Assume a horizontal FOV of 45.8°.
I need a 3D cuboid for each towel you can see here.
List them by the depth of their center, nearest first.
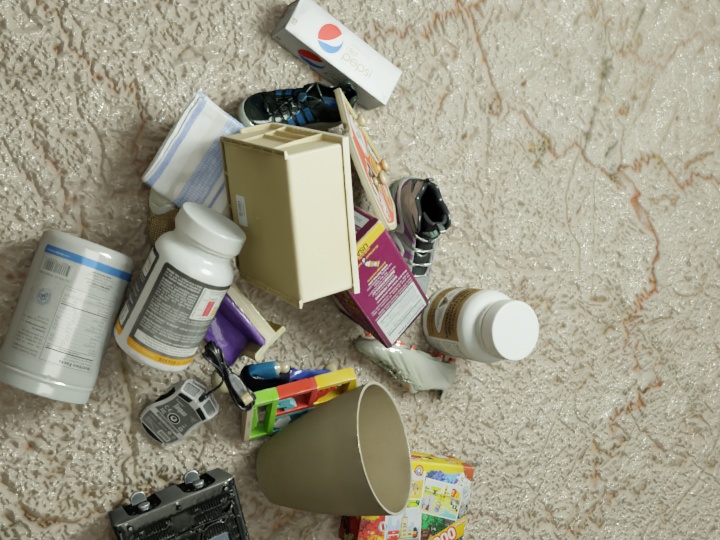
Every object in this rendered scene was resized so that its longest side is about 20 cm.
[{"bbox_3d":[-0.190,-0.134,1.191,0.199,0.024,0.148,35,87,-27],"label":"towel"}]

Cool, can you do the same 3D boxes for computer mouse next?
[{"bbox_3d":[-0.237,0.180,1.204,0.110,0.198,0.044,49,31,-16],"label":"computer mouse"}]

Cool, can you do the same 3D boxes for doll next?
[{"bbox_3d":[-0.133,0.169,1.268,0.197,0.136,0.049,7,53,-38],"label":"doll"}]

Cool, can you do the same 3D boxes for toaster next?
[{"bbox_3d":[-0.247,0.401,1.215,0.178,0.118,0.205,-18,99,-23],"label":"toaster"}]

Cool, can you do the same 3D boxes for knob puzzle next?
[{"bbox_3d":[0.024,-0.147,1.259,0.030,0.220,0.224,-20,103,11],"label":"knob puzzle"}]

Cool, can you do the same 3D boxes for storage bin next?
[{"bbox_3d":[-0.100,-0.079,1.127,0.092,0.197,0.205,-17,113,-32],"label":"storage bin"}]

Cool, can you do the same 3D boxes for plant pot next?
[{"bbox_3d":[-0.049,0.280,1.257,0.196,0.187,0.191,-16,102,21],"label":"plant pot"}]

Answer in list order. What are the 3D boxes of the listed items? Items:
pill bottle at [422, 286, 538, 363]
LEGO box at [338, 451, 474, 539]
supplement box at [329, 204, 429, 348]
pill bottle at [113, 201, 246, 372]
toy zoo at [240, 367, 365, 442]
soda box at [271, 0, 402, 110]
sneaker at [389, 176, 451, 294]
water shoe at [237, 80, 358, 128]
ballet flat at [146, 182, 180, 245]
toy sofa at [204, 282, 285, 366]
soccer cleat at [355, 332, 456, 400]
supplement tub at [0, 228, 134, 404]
[{"bbox_3d":[0.192,0.088,1.369,0.112,0.199,0.117,-1,92,-25],"label":"pill bottle"},{"bbox_3d":[0.076,0.378,1.393,0.196,0.077,0.153,11,88,-26],"label":"LEGO box"},{"bbox_3d":[0.000,0.000,1.270,0.103,0.130,0.201,-45,135,-12],"label":"supplement box"},{"bbox_3d":[-0.235,0.022,1.120,0.115,0.117,0.202,24,105,-24],"label":"pill bottle"},{"bbox_3d":[-0.081,0.198,1.279,0.196,0.132,0.021,-13,60,-18],"label":"toy zoo"},{"bbox_3d":[-0.036,-0.333,1.315,0.198,0.068,0.065,32,79,-23],"label":"soda box"},{"bbox_3d":[0.100,-0.048,1.352,0.076,0.139,0.205,-9,95,-25],"label":"sneaker"},{"bbox_3d":[-0.092,-0.252,1.268,0.197,0.079,0.073,-16,74,-38],"label":"water shoe"},{"bbox_3d":[-0.264,-0.135,1.210,0.065,0.069,0.204,45,61,-60],"label":"ballet flat"},{"bbox_3d":[-0.210,0.047,1.239,0.098,0.082,0.201,-44,109,-18],"label":"toy sofa"},{"bbox_3d":[0.074,0.159,1.391,0.197,0.069,0.079,20,87,-28],"label":"soccer cleat"},{"bbox_3d":[-0.389,0.060,1.126,0.130,0.131,0.204,21,84,-24],"label":"supplement tub"}]
